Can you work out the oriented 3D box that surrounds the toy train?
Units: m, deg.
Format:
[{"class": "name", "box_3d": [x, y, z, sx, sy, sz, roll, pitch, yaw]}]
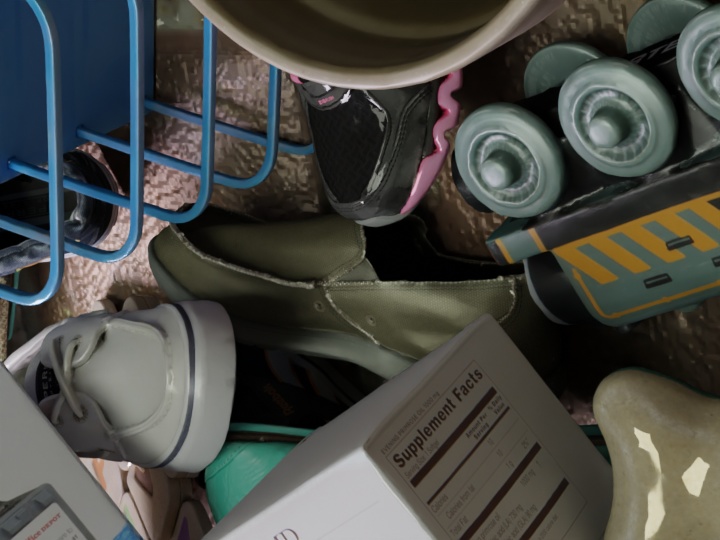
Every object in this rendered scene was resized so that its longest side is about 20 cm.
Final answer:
[{"class": "toy train", "box_3d": [0.123, -0.040, 0.720, 0.200, 0.085, 0.114, -21, 105, 42]}]

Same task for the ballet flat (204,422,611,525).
[{"class": "ballet flat", "box_3d": [0.033, 0.098, 0.811, 0.199, 0.067, 0.071, -2, 81, 12]}]

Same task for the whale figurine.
[{"class": "whale figurine", "box_3d": [0.182, 0.062, 0.675, 0.199, 0.104, 0.160, -4, 105, 14]}]

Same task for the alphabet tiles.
[{"class": "alphabet tiles", "box_3d": [-0.112, 0.116, 0.954, 0.196, 0.015, 0.200, 60, 142, 45]}]

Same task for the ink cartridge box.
[{"class": "ink cartridge box", "box_3d": [-0.122, 0.158, 0.828, 0.200, 0.086, 0.148, 47, 158, 18]}]

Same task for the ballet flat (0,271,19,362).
[{"class": "ballet flat", "box_3d": [-0.206, 0.044, 1.019, 0.068, 0.075, 0.201, -136, 39, -59]}]

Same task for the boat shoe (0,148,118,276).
[{"class": "boat shoe", "box_3d": [-0.215, -0.023, 0.920, 0.199, 0.091, 0.071, -12, 90, 0]}]

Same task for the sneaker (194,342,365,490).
[{"class": "sneaker", "box_3d": [-0.039, 0.083, 0.905, 0.200, 0.079, 0.079, 29, 126, 28]}]

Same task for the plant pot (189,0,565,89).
[{"class": "plant pot", "box_3d": [0.036, -0.181, 0.659, 0.199, 0.173, 0.201, 17, 120, 32]}]

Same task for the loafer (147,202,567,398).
[{"class": "loafer", "box_3d": [0.000, 0.000, 0.846, 0.199, 0.075, 0.070, 17, 114, 22]}]

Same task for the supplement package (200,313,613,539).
[{"class": "supplement package", "box_3d": [0.049, 0.139, 0.714, 0.114, 0.110, 0.200, -37, 93, 36]}]

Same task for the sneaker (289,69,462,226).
[{"class": "sneaker", "box_3d": [-0.020, -0.115, 0.754, 0.079, 0.095, 0.201, -10, 86, 53]}]

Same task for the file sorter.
[{"class": "file sorter", "box_3d": [-0.108, -0.088, 0.802, 0.122, 0.200, 0.139, 19, 121, 27]}]

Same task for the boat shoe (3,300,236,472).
[{"class": "boat shoe", "box_3d": [-0.111, 0.048, 0.854, 0.200, 0.065, 0.072, 176, 96, -65]}]
